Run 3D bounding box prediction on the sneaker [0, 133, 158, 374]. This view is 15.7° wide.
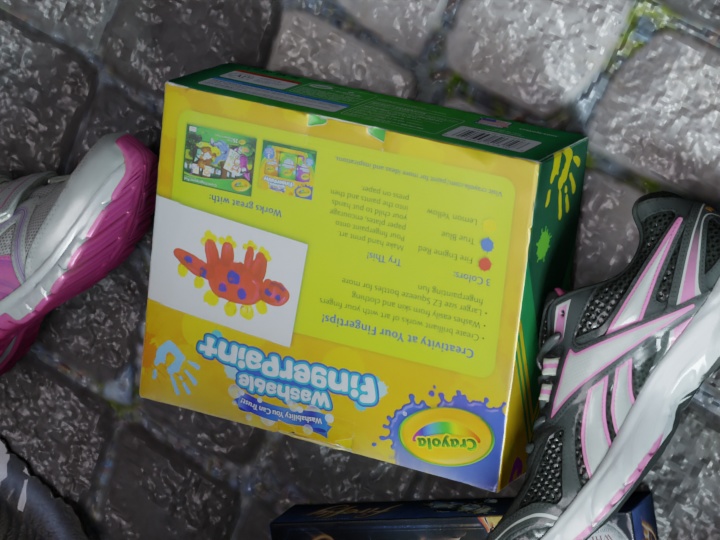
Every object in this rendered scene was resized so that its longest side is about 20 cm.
[{"bbox_3d":[-0.186,-0.012,1.351,0.200,0.081,0.088,-41,86,27],"label":"sneaker"}]

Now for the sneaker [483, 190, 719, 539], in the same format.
[{"bbox_3d":[0.113,0.050,1.220,0.086,0.080,0.200,37,91,11],"label":"sneaker"}]

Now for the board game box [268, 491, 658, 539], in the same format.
[{"bbox_3d":[0.059,0.184,1.318,0.200,0.035,0.136,-5,101,27],"label":"board game box"}]

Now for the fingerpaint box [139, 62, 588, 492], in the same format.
[{"bbox_3d":[0.000,0.000,1.277,0.200,0.073,0.167,13,108,23],"label":"fingerpaint box"}]

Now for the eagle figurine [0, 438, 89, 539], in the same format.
[{"bbox_3d":[-0.208,0.186,1.415,0.152,0.151,0.200,-44,43,-11],"label":"eagle figurine"}]
